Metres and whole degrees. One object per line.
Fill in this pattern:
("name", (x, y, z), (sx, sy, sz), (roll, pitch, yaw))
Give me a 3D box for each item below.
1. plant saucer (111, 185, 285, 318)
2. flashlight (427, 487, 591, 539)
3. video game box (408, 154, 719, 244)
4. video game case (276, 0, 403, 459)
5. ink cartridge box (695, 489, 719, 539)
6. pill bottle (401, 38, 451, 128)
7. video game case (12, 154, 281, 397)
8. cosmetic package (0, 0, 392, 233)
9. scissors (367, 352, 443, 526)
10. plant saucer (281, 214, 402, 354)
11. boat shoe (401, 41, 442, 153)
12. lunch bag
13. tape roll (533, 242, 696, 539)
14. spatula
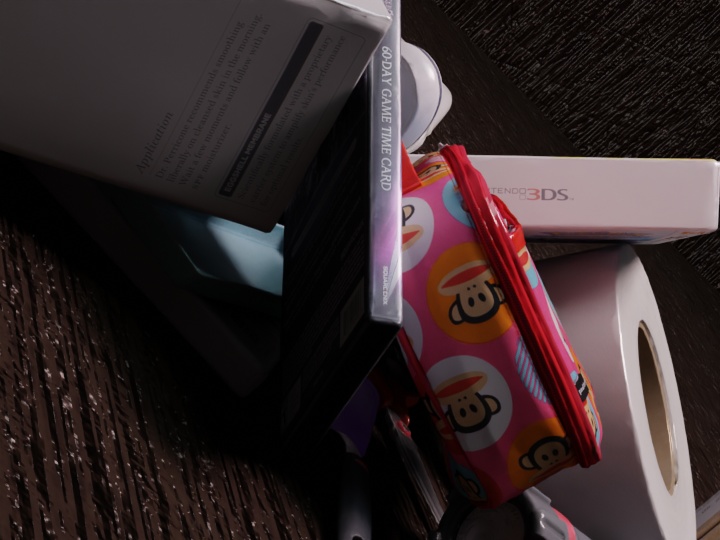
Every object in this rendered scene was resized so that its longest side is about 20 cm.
("plant saucer", (-0.058, -0.005, 0.971), (0.070, 0.019, 0.200), (52, 11, 21))
("flashlight", (0.109, 0.170, 1.029), (0.200, 0.068, 0.068), (42, 7, -48))
("video game box", (0.096, -0.040, 1.159), (0.182, 0.199, 0.047), (106, -15, -86))
("video game case", (-0.010, -0.034, 0.894), (0.019, 0.143, 0.201), (9, 60, -14))
("ink cartridge box", (0.332, 0.201, 1.387), (0.165, 0.200, 0.075), (49, 11, -1))
("pill bottle", (-0.039, -0.157, 1.411), (0.200, 0.114, 0.114), (46, 12, -9))
("video game case", (-0.106, -0.033, 0.992), (0.200, 0.023, 0.182), (47, 12, -2))
("cosmetic package", (-0.120, -0.141, 0.885), (0.199, 0.123, 0.200), (18, 28, -27))
("scissors", (0.014, 0.080, 1.090), (0.073, 0.014, 0.200), (47, 12, -19))
("plant saucer", (0.000, 0.000, 1.147), (0.200, 0.029, 0.200), (48, -3, 3))
("boat shoe", (0.010, -0.096, 1.232), (0.200, 0.070, 0.071), (-33, -106, 60))
("lunch bag", (0.048, 0.012, 0.962), (0.200, 0.082, 0.177), (-94, 158, -81))
("tape roll", (0.145, 0.089, 1.173), (0.202, 0.070, 0.204), (-11, 90, -75))
("spatula", (-0.008, 0.089, 0.950), (0.057, 0.021, 0.200), (46, 12, -18))
